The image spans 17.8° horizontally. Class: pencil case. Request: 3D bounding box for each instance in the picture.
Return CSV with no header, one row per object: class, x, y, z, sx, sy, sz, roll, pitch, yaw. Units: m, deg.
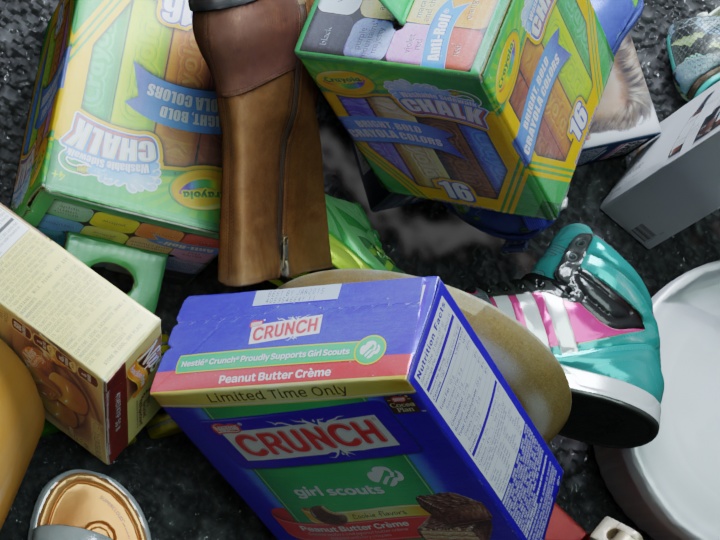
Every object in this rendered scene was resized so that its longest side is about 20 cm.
pencil case,0.117,-0.114,1.472,0.087,0.078,0.200,18,70,16

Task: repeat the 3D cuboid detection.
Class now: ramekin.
ramekin,0.244,0.099,1.518,0.202,0.094,0.203,5,74,-17

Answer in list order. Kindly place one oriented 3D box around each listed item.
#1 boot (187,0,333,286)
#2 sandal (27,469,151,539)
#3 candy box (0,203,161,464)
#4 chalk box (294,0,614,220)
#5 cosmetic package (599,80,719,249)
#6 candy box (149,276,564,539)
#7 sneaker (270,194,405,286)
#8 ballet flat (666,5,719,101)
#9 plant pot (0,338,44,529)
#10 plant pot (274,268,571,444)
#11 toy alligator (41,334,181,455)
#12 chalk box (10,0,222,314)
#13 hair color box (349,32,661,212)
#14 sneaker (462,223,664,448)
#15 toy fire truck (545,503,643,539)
boot,-0.026,-0.099,1.376,0.188,0.068,0.201,-22,108,-59
sandal,-0.160,0.219,1.362,0.079,0.059,0.207,9,73,-17
candy box,-0.207,0.016,1.338,0.200,0.116,0.055,34,63,14
chalk box,0.053,-0.138,1.340,0.123,0.200,0.125,11,66,27
cosmetic package,0.233,-0.083,1.505,0.051,0.200,0.083,40,66,-5
candy box,0.002,0.094,1.344,0.200,0.169,0.077,56,41,-42
sneaker,0.000,0.000,1.465,0.200,0.074,0.084,44,38,-19
ballet flat,0.303,-0.172,1.630,0.199,0.074,0.074,-14,81,-26
plant pot,-0.275,0.119,1.290,0.200,0.200,0.183,39,51,-6
plant pot,0.027,0.070,1.391,0.200,0.200,0.028,25,56,-11
toy alligator,-0.114,0.067,1.422,0.199,0.054,0.059,-15,81,-22
chalk box,-0.140,-0.069,1.412,0.124,0.124,0.201,13,71,-16
hair color box,0.091,-0.111,1.540,0.199,0.061,0.100,-13,81,-23
sneaker,0.101,0.021,1.421,0.199,0.084,0.121,22,56,-10
toy fire truck,0.158,0.189,1.437,0.200,0.141,0.049,44,66,-4
